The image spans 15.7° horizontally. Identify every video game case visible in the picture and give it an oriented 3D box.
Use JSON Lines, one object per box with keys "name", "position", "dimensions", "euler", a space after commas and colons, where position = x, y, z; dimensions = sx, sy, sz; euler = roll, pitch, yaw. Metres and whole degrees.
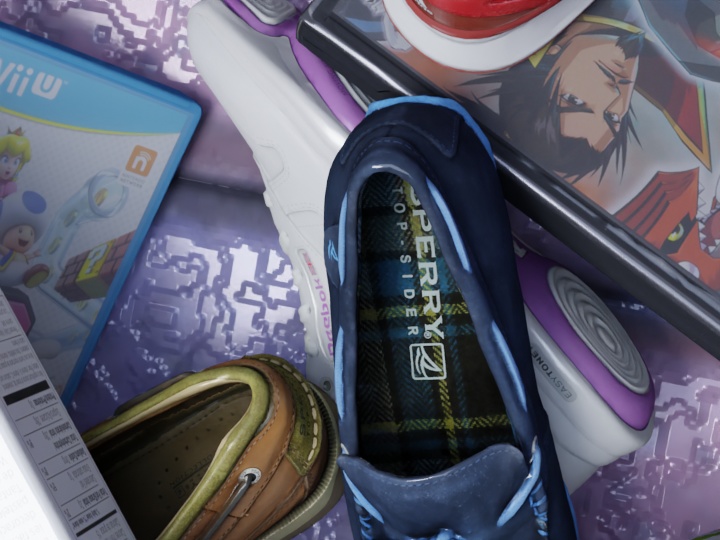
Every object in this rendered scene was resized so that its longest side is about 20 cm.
{"name": "video game case", "position": [-0.146, 0.016, 0.828], "dimensions": [0.018, 0.143, 0.201], "euler": [33, 100, 47]}
{"name": "video game case", "position": [0.112, -0.083, 0.800], "dimensions": [0.200, 0.026, 0.181], "euler": [37, 77, 3]}

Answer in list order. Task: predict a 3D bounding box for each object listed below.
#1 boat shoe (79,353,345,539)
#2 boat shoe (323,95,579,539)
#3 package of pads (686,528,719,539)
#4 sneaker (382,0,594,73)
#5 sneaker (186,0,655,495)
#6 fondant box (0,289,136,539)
{"name": "boat shoe", "position": [-0.098, 0.090, 0.805], "dimensions": [0.200, 0.068, 0.072], "euler": [-40, 66, 6]}
{"name": "boat shoe", "position": [0.016, 0.053, 0.764], "dimensions": [0.084, 0.069, 0.201], "euler": [-12, 102, 16]}
{"name": "package of pads", "position": [0.150, 0.170, 0.786], "dimensions": [0.068, 0.154, 0.202], "euler": [-5, 96, 51]}
{"name": "sneaker", "position": [0.090, -0.144, 0.740], "dimensions": [0.078, 0.116, 0.200], "euler": [40, 77, 5]}
{"name": "sneaker", "position": [0.000, 0.000, 0.828], "dimensions": [0.100, 0.075, 0.200], "euler": [-43, 81, 24]}
{"name": "fondant box", "position": [-0.157, 0.066, 0.746], "dimensions": [0.144, 0.058, 0.201], "euler": [-29, 88, 10]}
